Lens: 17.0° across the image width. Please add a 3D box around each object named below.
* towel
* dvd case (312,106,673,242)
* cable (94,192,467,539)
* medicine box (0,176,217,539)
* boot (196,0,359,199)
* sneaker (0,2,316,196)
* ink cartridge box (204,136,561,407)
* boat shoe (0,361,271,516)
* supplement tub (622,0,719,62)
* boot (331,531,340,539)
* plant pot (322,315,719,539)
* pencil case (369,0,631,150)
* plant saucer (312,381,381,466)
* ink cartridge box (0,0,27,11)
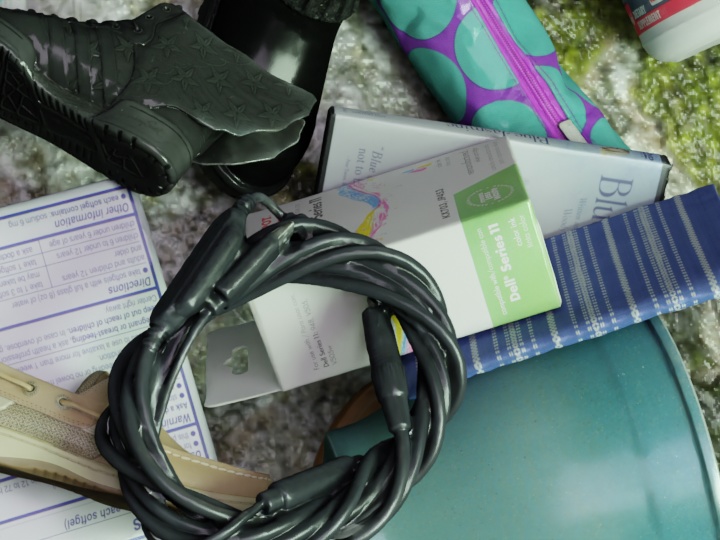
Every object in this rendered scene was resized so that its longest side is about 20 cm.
[{"bbox_3d":[0.117,0.012,1.317,0.200,0.145,0.024,-19,109,5],"label":"towel"},{"bbox_3d":[0.068,-0.013,1.393,0.200,0.018,0.143,8,111,-7],"label":"dvd case"},{"bbox_3d":[-0.040,0.067,1.211,0.163,0.051,0.200,34,64,-6],"label":"cable"},{"bbox_3d":[-0.190,0.070,1.308,0.182,0.103,0.200,-15,86,-19],"label":"medicine box"},{"bbox_3d":[-0.025,-0.151,1.361,0.079,0.158,0.211,13,76,-34],"label":"boot"},{"bbox_3d":[-0.131,-0.110,1.308,0.200,0.060,0.104,33,54,5],"label":"sneaker"},{"bbox_3d":[0.000,0.000,1.321,0.200,0.117,0.067,-17,111,3],"label":"ink cartridge box"},{"bbox_3d":[-0.134,0.082,1.232,0.200,0.071,0.065,17,77,-14],"label":"boat shoe"},{"bbox_3d":[0.201,-0.241,1.465,0.140,0.140,0.200,-25,89,-20],"label":"supplement tub"},{"bbox_3d":[-0.041,0.210,1.286,0.073,0.200,0.156,-21,89,-38],"label":"boot"},{"bbox_3d":[0.083,0.130,1.315,0.188,0.200,0.200,-13,85,-6],"label":"plant pot"},{"bbox_3d":[0.083,-0.120,1.434,0.085,0.092,0.200,-35,92,-21],"label":"pencil case"},{"bbox_3d":[0.067,0.145,1.417,0.200,0.032,0.201,3,81,-17],"label":"plant saucer"},{"bbox_3d":[-0.288,-0.144,1.330,0.200,0.068,0.115,-2,81,-19],"label":"ink cartridge box"}]
